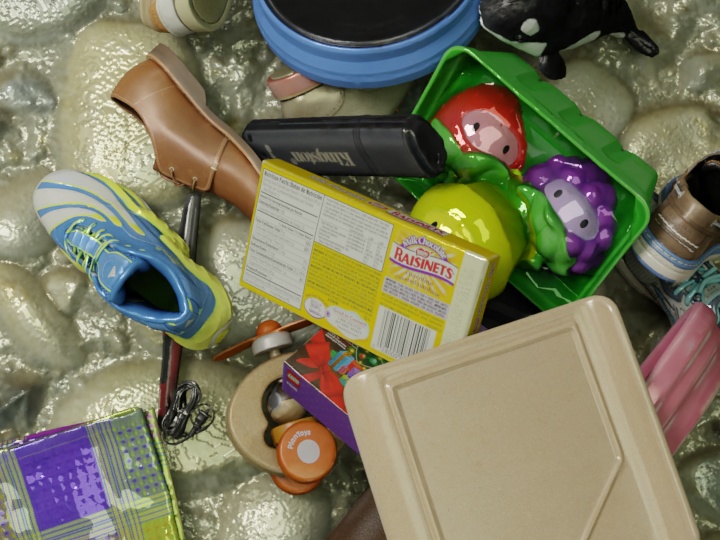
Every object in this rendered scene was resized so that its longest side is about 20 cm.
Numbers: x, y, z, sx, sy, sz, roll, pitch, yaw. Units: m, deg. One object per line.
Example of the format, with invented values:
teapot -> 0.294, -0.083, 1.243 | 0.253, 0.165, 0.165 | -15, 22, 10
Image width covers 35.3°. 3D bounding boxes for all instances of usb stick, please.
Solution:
usb stick -> -0.017, -0.095, 0.868 | 0.055, 0.198, 0.033 | 47, 63, -37

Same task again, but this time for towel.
towel -> -0.242, 0.199, 0.887 | 0.197, 0.023, 0.146 | -15, 87, -3

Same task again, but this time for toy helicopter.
toy helicopter -> -0.029, 0.075, 0.919 | 0.200, 0.079, 0.132 | -42, 83, -19

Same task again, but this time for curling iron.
curling iron -> -0.140, 0.039, 0.917 | 0.049, 0.026, 0.204 | 0, 84, 14

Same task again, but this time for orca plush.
orca plush -> 0.186, -0.208, 0.912 | 0.198, 0.071, 0.107 | 13, 76, -40

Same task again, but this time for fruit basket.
fruit basket -> 0.104, -0.052, 0.866 | 0.213, 0.156, 0.218 | 17, 42, -16

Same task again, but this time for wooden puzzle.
wooden puzzle -> 0.106, 0.133, 0.758 | 0.197, 0.037, 0.188 | -17, 80, -7

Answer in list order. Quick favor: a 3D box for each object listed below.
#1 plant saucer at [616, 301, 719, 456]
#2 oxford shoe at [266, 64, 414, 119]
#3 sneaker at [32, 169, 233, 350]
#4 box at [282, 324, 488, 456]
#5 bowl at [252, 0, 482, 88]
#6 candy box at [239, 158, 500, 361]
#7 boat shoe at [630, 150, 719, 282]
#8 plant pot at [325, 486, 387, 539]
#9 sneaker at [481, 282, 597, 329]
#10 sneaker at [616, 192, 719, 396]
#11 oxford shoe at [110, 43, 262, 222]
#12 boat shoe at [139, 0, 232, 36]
plant saucer -> 0.217, 0.118, 0.869 | 0.051, 0.201, 0.201 | 37, 81, 12
oxford shoe -> 0.021, -0.169, 0.947 | 0.198, 0.071, 0.075 | -26, 111, -6
sneaker -> -0.183, -0.018, 0.863 | 0.199, 0.105, 0.076 | 35, 88, 11
box -> 0.057, 0.097, 0.845 | 0.199, 0.039, 0.137 | 37, 56, 21
bowl -> 0.008, -0.238, 0.909 | 0.197, 0.040, 0.203 | -3, 61, 5
candy box -> 0.000, 0.000, 0.823 | 0.198, 0.026, 0.104 | 25, 111, 27
boat shoe -> 0.281, -0.052, 0.906 | 0.072, 0.200, 0.073 | 41, 124, 7
plant pot -> 0.059, 0.219, 0.867 | 0.185, 0.187, 0.202 | 31, 67, -4
sneaker -> 0.111, 0.055, 0.943 | 0.198, 0.072, 0.083 | -25, 65, -10
sneaker -> 0.281, 0.011, 0.946 | 0.077, 0.086, 0.201 | -33, 90, -9
oxford shoe -> -0.124, -0.085, 0.909 | 0.071, 0.071, 0.200 | -40, 81, -14
boat shoe -> -0.125, -0.280, 0.921 | 0.068, 0.075, 0.202 | 1, 58, 34
